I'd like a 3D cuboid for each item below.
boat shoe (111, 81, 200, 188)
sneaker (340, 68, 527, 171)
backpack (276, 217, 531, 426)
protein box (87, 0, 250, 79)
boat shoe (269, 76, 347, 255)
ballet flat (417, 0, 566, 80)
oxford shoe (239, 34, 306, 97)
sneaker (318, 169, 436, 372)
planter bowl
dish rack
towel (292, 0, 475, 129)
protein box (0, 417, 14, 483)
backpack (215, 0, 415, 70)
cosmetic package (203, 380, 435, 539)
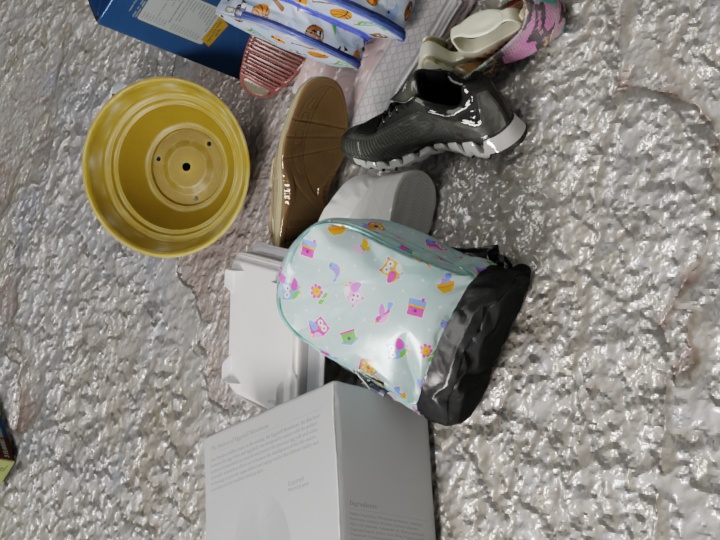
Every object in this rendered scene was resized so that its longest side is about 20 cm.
[{"bbox_3d":[-0.260,-0.166,1.787,0.200,0.071,0.092,29,95,49],"label":"boat shoe"},{"bbox_3d":[0.055,-0.147,1.357,0.199,0.091,0.067,-3,39,39],"label":"sneaker"},{"bbox_3d":[0.028,0.027,1.276,0.199,0.126,0.168,27,95,19],"label":"backpack"},{"bbox_3d":[-0.182,-0.359,1.659,0.199,0.199,0.135,-52,43,25],"label":"protein box"},{"bbox_3d":[-0.064,-0.105,1.505,0.064,0.071,0.202,40,122,58],"label":"boat shoe"},{"bbox_3d":[0.101,-0.204,1.361,0.199,0.071,0.070,-30,56,41],"label":"ballet flat"},{"bbox_3d":[-0.072,-0.284,1.623,0.201,0.070,0.075,-57,15,22],"label":"oxford shoe"},{"bbox_3d":[0.000,0.000,1.418,0.115,0.073,0.202,4,71,54],"label":"sneaker"},{"bbox_3d":[-0.210,-0.118,1.668,0.198,0.083,0.202,1,94,12],"label":"planter bowl"},{"bbox_3d":[-0.093,0.063,1.468,0.200,0.043,0.173,13,101,63],"label":"dish rack"},{"bbox_3d":[0.017,-0.235,1.508,0.201,0.032,0.191,-60,40,15],"label":"towel"},{"bbox_3d":[-0.601,0.263,1.934,0.201,0.198,0.135,-55,42,22],"label":"protein box"},{"bbox_3d":[-0.039,-0.283,1.430,0.190,0.199,0.156,14,95,42],"label":"backpack"},{"bbox_3d":[-0.039,0.230,1.333,0.199,0.122,0.202,-26,59,43],"label":"cosmetic package"}]
